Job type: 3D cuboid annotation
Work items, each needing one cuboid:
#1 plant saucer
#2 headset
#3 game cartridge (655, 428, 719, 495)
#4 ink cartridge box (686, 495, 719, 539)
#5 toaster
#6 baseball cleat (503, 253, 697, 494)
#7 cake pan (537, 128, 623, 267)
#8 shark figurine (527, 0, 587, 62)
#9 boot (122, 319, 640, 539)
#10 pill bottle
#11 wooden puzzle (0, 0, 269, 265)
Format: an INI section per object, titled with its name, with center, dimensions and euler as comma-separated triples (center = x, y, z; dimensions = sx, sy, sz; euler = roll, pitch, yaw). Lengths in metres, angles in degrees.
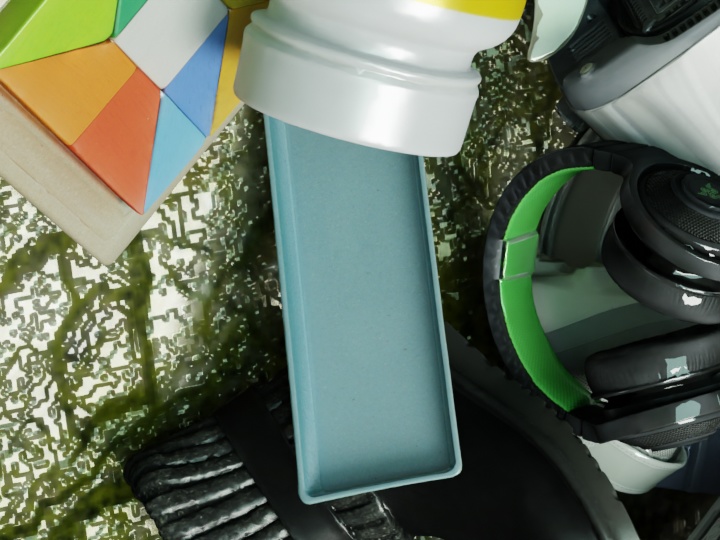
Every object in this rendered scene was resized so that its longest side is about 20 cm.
[plant saucer]
center = 0.000, 0.000, 1.119
dimensions = 0.070, 0.019, 0.201
euler = -12, 68, 13
[headset]
center = 0.139, 0.017, 1.078
dimensions = 0.094, 0.200, 0.124
euler = -12, 115, -42
[game cartridge]
center = 0.217, 0.046, 1.222
dimensions = 0.199, 0.038, 0.130
euler = 8, 103, -20
[ink cartridge box]
center = 0.192, 0.149, 1.127
dimensions = 0.116, 0.067, 0.200
euler = 45, 58, -2
[toaster]
center = 0.186, -0.101, 1.126
dimensions = 0.200, 0.114, 0.129
euler = -39, 113, 11
[baseball cleat]
center = 0.156, 0.048, 1.141
dimensions = 0.070, 0.199, 0.107
euler = -14, 110, -57
[cake pan]
center = 0.180, -0.001, 1.237
dimensions = 0.199, 0.037, 0.201
euler = -4, 102, -18
[shark figurine]
center = 0.036, -0.172, 1.128
dimensions = 0.214, 0.090, 0.129
euler = 17, 100, -9
[boot]
center = 0.010, 0.111, 1.124
dimensions = 0.158, 0.211, 0.080
euler = -37, 138, -13
[pill bottle]
center = 0.021, -0.153, 1.027
dimensions = 0.114, 0.114, 0.201
euler = 11, 102, -21
[wooden puzzle]
center = -0.081, -0.105, 1.064
dimensions = 0.185, 0.037, 0.200
euler = -51, 150, -4
